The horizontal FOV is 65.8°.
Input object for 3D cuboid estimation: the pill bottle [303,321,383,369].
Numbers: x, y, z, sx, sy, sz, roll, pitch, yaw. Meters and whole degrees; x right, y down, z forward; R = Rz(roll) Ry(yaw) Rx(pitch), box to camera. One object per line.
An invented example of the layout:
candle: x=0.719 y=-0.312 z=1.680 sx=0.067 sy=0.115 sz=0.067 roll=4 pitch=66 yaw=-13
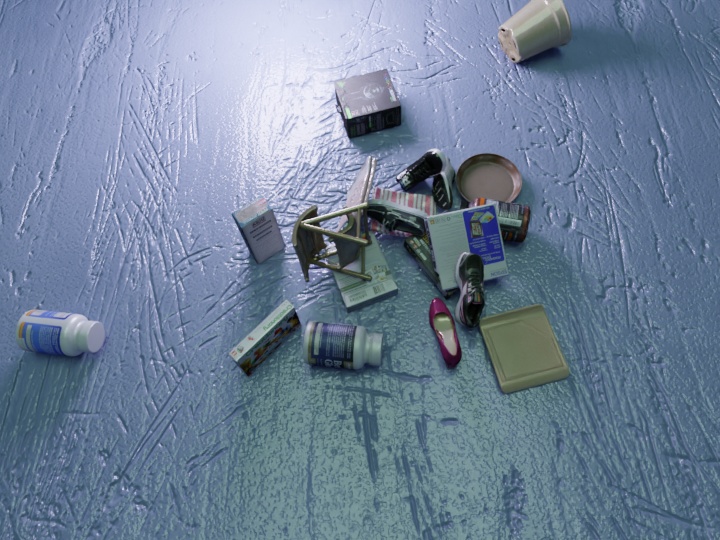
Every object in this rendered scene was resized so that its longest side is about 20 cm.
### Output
pill bottle: x=-0.042 y=0.195 z=1.435 sx=0.196 sy=0.112 sz=0.113 roll=4 pitch=63 yaw=6

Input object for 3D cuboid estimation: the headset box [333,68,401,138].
headset box: x=0.016 y=-0.544 z=1.815 sx=0.197 sy=0.093 sz=0.176 roll=-14 pitch=63 yaw=-3

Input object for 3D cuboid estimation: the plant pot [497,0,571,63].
plant pot: x=0.572 y=-0.805 z=1.871 sx=0.182 sy=0.201 sz=0.202 roll=-30 pitch=64 yaw=1

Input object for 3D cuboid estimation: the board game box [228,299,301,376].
board game box: x=-0.243 y=0.177 z=1.449 sx=0.035 sy=0.127 sz=0.200 roll=39 pitch=72 yaw=21

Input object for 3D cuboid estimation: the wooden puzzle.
wooden puzzle: x=0.422 y=0.202 z=1.448 sx=0.182 sy=0.037 sz=0.203 roll=-13 pitch=68 yaw=-3

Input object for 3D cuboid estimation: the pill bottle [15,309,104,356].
pill bottle: x=-0.802 y=0.170 z=1.497 sx=0.196 sy=0.113 sz=0.114 roll=6 pitch=63 yaw=6

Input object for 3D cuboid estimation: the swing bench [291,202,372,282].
swing bench: x=-0.071 y=-0.072 z=1.478 sx=0.196 sy=0.200 sz=0.132 roll=-1 pitch=62 yaw=3

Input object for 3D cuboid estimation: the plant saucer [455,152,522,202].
plant saucer: x=0.386 y=-0.267 z=1.685 sx=0.196 sy=0.032 sz=0.203 roll=-1 pitch=64 yaw=2

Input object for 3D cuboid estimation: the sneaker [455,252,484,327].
sneaker: x=0.296 y=0.054 z=1.446 sx=0.079 sy=0.086 sz=0.204 roll=-5 pitch=102 yaw=-9

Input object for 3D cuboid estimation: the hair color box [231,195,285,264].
hair color box: x=-0.281 y=-0.111 z=1.555 sx=0.099 sy=0.201 sz=0.061 roll=-34 pitch=65 yaw=-14

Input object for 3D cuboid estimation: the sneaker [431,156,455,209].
sneaker: x=0.255 y=-0.272 z=1.671 sx=0.078 sy=0.074 sz=0.203 roll=7 pitch=59 yaw=-21

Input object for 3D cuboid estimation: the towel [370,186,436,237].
towel: x=0.128 y=-0.168 z=1.632 sx=0.196 sy=0.030 sz=0.149 roll=7 pitch=64 yaw=-7

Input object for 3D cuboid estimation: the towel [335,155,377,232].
towel: x=-0.015 y=-0.200 z=1.588 sx=0.032 sy=0.200 sz=0.194 roll=20 pitch=62 yaw=-13

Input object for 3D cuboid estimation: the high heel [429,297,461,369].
high heel: x=0.219 y=0.151 z=1.448 sx=0.066 sy=0.096 sz=0.203 roll=-5 pitch=63 yaw=1

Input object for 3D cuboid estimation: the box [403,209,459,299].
box: x=0.241 y=-0.045 z=1.558 sx=0.157 sy=0.048 sz=0.201 roll=-34 pitch=75 yaw=-12

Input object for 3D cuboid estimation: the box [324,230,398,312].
box: x=0.000 y=0.000 z=1.571 sx=0.154 sy=0.041 sz=0.202 roll=-20 pitch=64 yaw=-7

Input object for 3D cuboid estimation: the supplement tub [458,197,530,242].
supplement tub: x=0.375 y=-0.147 z=1.584 sx=0.197 sy=0.107 sz=0.108 roll=11 pitch=64 yaw=10

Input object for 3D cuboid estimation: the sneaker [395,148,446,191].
sneaker: x=0.169 y=-0.281 z=1.624 sx=0.111 sy=0.200 sz=0.073 roll=-39 pitch=96 yaw=-16

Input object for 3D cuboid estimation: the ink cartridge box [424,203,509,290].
ink cartridge box: x=0.287 y=-0.064 z=1.506 sx=0.195 sy=0.043 sz=0.204 roll=-12 pitch=90 yaw=-6

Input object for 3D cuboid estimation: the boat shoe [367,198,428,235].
boat shoe: x=0.089 y=-0.142 z=1.549 sx=0.197 sy=0.072 sz=0.069 roll=16 pitch=62 yaw=8
